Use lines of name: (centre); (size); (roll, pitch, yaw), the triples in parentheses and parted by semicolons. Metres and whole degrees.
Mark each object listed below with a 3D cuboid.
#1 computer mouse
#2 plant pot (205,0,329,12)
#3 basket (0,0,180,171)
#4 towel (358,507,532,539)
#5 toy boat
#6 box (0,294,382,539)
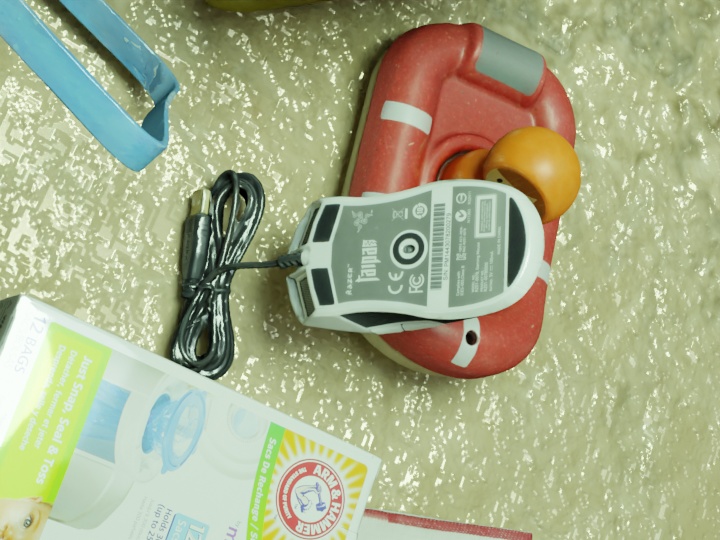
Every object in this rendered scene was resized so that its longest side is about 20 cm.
computer mouse: (0.000, 0.000, 0.774); (0.044, 0.199, 0.111); (39, 53, -62)
plant pot: (-0.003, -0.228, 0.790); (0.199, 0.176, 0.202); (-12, 89, -31)
basket: (-0.157, -0.136, 0.685); (0.139, 0.176, 0.200); (-39, 107, 5)
towel: (0.030, 0.235, 0.834); (0.143, 0.023, 0.202); (13, 77, -29)
toy boat: (0.069, -0.042, 0.831); (0.130, 0.130, 0.201); (20, 74, -26)
box: (-0.107, 0.104, 0.727); (0.199, 0.101, 0.113); (28, 71, -24)
